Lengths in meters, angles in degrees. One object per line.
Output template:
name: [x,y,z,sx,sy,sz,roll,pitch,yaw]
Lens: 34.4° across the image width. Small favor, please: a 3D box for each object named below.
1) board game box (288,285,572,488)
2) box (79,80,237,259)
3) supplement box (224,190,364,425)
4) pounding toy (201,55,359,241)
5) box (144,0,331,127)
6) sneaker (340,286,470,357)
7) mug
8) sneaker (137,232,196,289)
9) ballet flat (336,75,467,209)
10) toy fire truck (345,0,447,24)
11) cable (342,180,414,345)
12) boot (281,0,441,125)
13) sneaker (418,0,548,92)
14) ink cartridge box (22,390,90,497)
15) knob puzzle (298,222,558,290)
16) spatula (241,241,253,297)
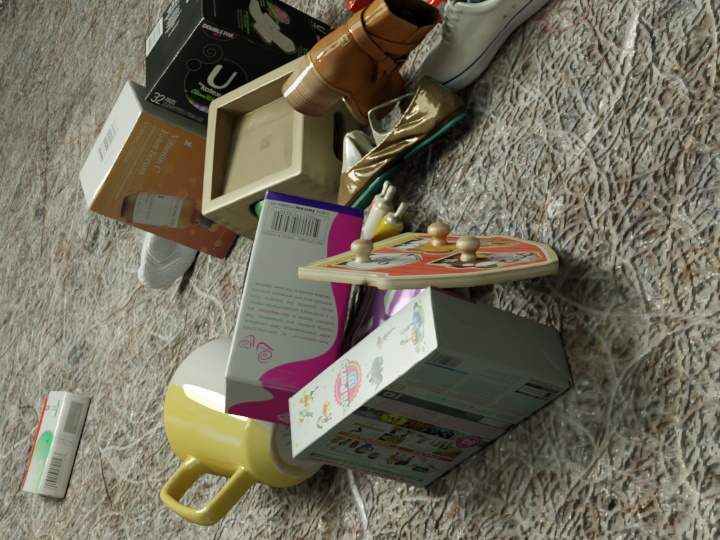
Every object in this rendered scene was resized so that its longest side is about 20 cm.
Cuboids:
board game box: [0.054,0.105,0.982,0.200,0.147,0.064,-42,42,37]
box: [-0.241,-0.130,1.528,0.152,0.200,0.106,-59,31,18]
supplement box: [-0.065,0.040,1.129,0.103,0.101,0.200,105,176,-61]
pounding toy: [-0.089,-0.106,1.368,0.184,0.142,0.200,-19,59,35]
box: [-0.149,-0.261,1.458,0.149,0.200,0.125,-46,37,35]
sneaker: [0.044,0.066,1.097,0.114,0.073,0.201,-4,69,53]
mug: [-0.107,0.174,1.215,0.153,0.149,0.187,11,87,50]
sneaker: [-0.276,-0.068,1.673,0.114,0.075,0.200,4,70,59]
ballet flat: [0.026,-0.133,1.227,0.072,0.068,0.200,52,127,4]
toy fire truck: [0.056,-0.316,1.318,0.141,0.049,0.200,-54,35,26]
cable: [0.000,0.000,1.220,0.200,0.050,0.097,-62,20,16]
boot: [0.024,-0.228,1.208,0.155,0.200,0.077,-39,71,32]
sneaker: [0.113,-0.257,1.171,0.200,0.071,0.073,-45,39,34]
ink cartridge box: [-0.506,0.274,1.859,0.200,0.050,0.161,-7,66,54]
knob puzzle: [0.076,-0.018,0.992,0.220,0.219,0.031,15,112,59]
spatula: [-0.120,-0.053,1.467,0.056,0.021,0.200,11,83,57]
